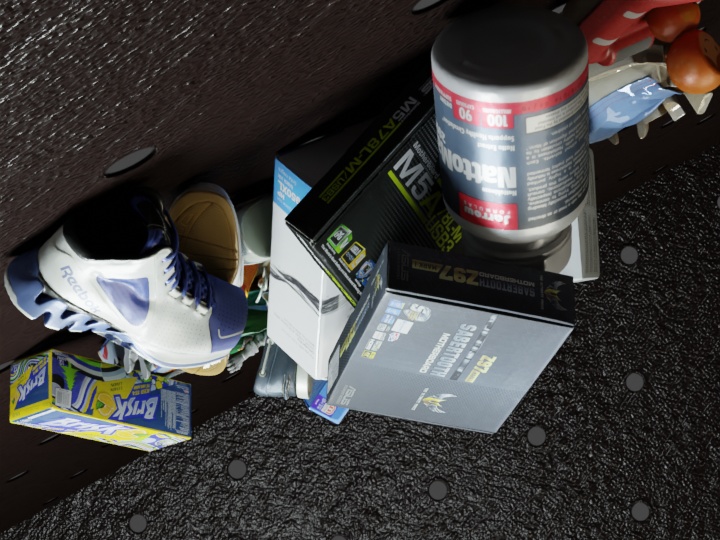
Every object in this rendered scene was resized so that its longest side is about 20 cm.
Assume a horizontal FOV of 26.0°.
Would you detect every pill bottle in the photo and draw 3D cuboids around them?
[{"bbox_3d":[0.120,-0.092,1.217,0.119,0.120,0.202,-25,131,-21],"label":"pill bottle"}]

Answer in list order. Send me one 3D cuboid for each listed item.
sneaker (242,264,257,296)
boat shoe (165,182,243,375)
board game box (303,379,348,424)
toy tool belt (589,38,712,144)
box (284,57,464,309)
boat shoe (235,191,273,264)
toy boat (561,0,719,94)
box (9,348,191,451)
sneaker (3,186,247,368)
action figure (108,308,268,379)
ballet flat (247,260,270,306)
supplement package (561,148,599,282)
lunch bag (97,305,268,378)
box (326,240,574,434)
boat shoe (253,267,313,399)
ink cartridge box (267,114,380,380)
[{"bbox_3d":[-0.134,0.005,1.481,0.073,0.078,0.200,-33,-179,28],"label":"sneaker"},{"bbox_3d":[-0.133,-0.003,1.321,0.070,0.070,0.201,-77,177,-48],"label":"boat shoe"},{"bbox_3d":[-0.027,0.049,1.655,0.153,0.045,0.200,-55,-150,9],"label":"board game box"},{"bbox_3d":[0.259,-0.176,1.554,0.124,0.124,0.200,-23,172,-37],"label":"toy tool belt"},{"bbox_3d":[0.052,-0.050,1.307,0.193,0.047,0.200,-45,140,-7],"label":"box"},{"bbox_3d":[-0.065,-0.051,1.456,0.071,0.071,0.200,-11,-173,42],"label":"boat shoe"},{"bbox_3d":[0.260,-0.208,1.284,0.130,0.132,0.200,-26,173,-23],"label":"toy boat"},{"bbox_3d":[-0.269,0.138,1.626,0.070,0.065,0.199,-19,154,34],"label":"box"},{"bbox_3d":[-0.158,0.004,1.191,0.198,0.081,0.115,16,135,-35],"label":"sneaker"},{"bbox_3d":[-0.142,0.071,1.593,0.198,0.055,0.118,-11,-167,-31],"label":"action figure"},{"bbox_3d":[-0.117,0.002,1.614,0.071,0.067,0.200,-49,166,29],"label":"ballet flat"},{"bbox_3d":[0.146,-0.055,1.630,0.189,0.149,0.200,-4,179,14],"label":"supplement package"},{"bbox_3d":[-0.190,0.071,1.723,0.159,0.076,0.199,-19,175,-36],"label":"lunch bag"},{"bbox_3d":[0.069,0.060,1.277,0.156,0.051,0.200,10,147,-12],"label":"box"},{"bbox_3d":[-0.071,0.029,1.530,0.061,0.202,0.075,2,164,3],"label":"boat shoe"},{"bbox_3d":[-0.003,-0.022,1.385,0.144,0.084,0.202,-24,136,-33],"label":"ink cartridge box"}]
